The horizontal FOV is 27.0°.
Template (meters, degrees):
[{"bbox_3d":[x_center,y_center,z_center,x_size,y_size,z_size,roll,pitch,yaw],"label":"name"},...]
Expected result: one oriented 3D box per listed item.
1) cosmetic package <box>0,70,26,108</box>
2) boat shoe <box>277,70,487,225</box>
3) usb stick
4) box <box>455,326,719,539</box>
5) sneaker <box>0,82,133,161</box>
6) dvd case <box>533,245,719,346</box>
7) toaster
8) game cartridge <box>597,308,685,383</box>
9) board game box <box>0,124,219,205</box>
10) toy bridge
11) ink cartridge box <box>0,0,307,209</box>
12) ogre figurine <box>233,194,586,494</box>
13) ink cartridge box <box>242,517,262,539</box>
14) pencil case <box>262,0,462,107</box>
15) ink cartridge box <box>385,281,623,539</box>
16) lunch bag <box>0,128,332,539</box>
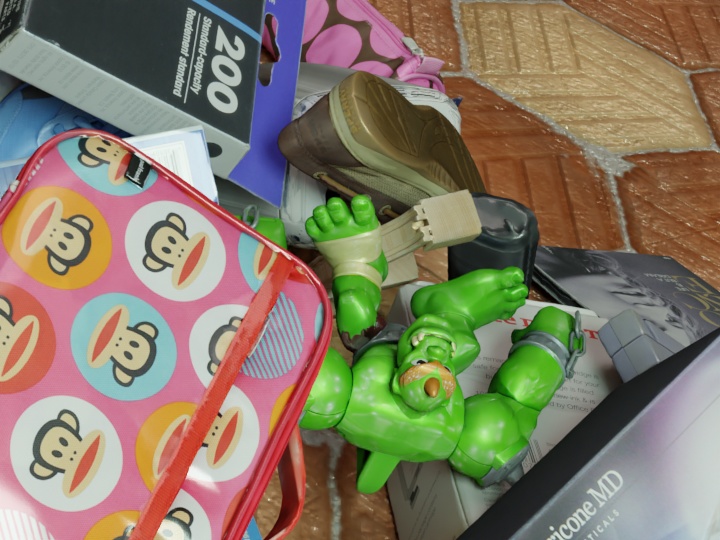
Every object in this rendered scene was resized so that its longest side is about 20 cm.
[{"bbox_3d":[-0.273,-0.153,0.970,0.198,0.124,0.200,31,36,13],"label":"cosmetic package"},{"bbox_3d":[0.018,-0.056,0.894,0.199,0.071,0.073,23,46,-60],"label":"boat shoe"},{"bbox_3d":[0.079,0.000,0.925,0.055,0.200,0.033,14,74,8],"label":"usb stick"},{"bbox_3d":[0.151,0.164,0.676,0.199,0.123,0.199,-36,84,-34],"label":"box"},{"bbox_3d":[-0.146,-0.094,0.887,0.199,0.067,0.078,-38,32,-25],"label":"sneaker"},{"bbox_3d":[0.212,0.029,1.049,0.147,0.016,0.200,4,22,-26],"label":"dvd case"},{"bbox_3d":[-0.026,-0.074,0.977,0.198,0.115,0.128,-5,14,-41],"label":"toaster"},{"bbox_3d":[0.219,0.109,0.887,0.199,0.038,0.131,30,33,-47],"label":"game cartridge"},{"bbox_3d":[-0.183,-0.024,0.754,0.197,0.044,0.199,-12,2,-14],"label":"board game box"},{"bbox_3d":[0.000,0.000,0.879,0.066,0.200,0.028,-13,81,-24],"label":"toy bridge"},{"bbox_3d":[-0.097,-0.162,0.837,0.199,0.043,0.201,26,56,-36],"label":"ink cartridge box"},{"bbox_3d":[0.023,0.043,0.763,0.199,0.098,0.121,32,42,-28],"label":"ogre figurine"},{"bbox_3d":[-0.152,0.132,0.675,0.198,0.085,0.145,0,39,-28],"label":"ink cartridge box"},{"bbox_3d":[-0.012,-0.176,1.181,0.090,0.094,0.200,-10,44,-39],"label":"pencil case"},{"bbox_3d":[0.093,0.109,0.852,0.145,0.083,0.201,10,36,-18],"label":"ink cartridge box"},{"bbox_3d":[-0.100,0.063,0.608,0.175,0.082,0.201,34,59,-14],"label":"lunch bag"}]
